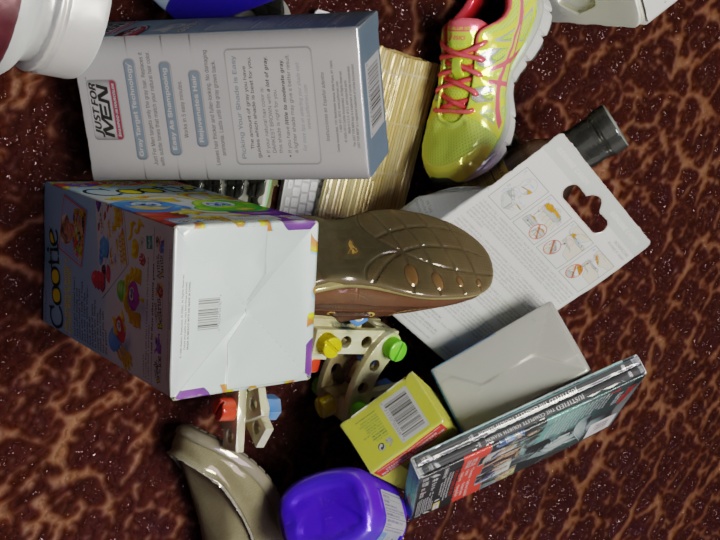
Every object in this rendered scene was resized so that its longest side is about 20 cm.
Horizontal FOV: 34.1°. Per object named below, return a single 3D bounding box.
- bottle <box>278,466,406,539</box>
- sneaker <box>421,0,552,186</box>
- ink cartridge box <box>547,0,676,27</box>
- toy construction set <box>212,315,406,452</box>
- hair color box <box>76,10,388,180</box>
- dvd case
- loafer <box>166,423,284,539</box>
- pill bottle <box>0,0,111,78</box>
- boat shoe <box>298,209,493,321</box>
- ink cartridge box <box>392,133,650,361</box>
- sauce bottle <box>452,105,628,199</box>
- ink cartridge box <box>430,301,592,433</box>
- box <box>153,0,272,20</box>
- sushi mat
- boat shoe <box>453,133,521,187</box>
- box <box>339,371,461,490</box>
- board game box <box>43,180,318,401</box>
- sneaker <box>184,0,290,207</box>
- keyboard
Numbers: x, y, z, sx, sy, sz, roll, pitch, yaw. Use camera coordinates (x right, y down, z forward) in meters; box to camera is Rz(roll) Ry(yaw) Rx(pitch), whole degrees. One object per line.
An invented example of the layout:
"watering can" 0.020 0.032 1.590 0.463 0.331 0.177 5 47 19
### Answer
"bottle" -0.005 0.204 0.958 0.200 0.083 0.066 52 22 -71
"sneaker" 0.090 -0.167 0.973 0.090 0.078 0.202 38 66 -50
"ink cartridge box" 0.246 -0.298 1.019 0.200 0.145 0.088 -39 122 -22
"toy construction set" -0.042 0.075 0.933 0.199 0.092 0.132 -4 113 -49
"hair color box" -0.086 -0.116 0.784 0.061 0.198 0.100 -59 147 -64
"dvd case" 0.128 0.139 0.954 0.198 0.022 0.146 -22 158 -9
"loafer" -0.098 0.203 0.934 0.068 0.075 0.201 -47 126 -25
"pill bottle" -0.256 -0.176 0.688 0.198 0.114 0.115 4 99 -38
"boat shoe" 0.000 0.000 0.870 0.198 0.068 0.073 1 62 -18
"ink cartridge box" 0.111 -0.019 0.950 0.199 0.050 0.162 -37 130 15
"sauce bottle" 0.130 -0.066 0.983 0.199 0.065 0.065 -32 127 16
"ink cartridge box" 0.143 0.105 1.017 0.115 0.068 0.200 -30 159 5
"box" -0.100 -0.268 0.728 0.200 0.183 0.106 39 59 -37
"sushi mat" 0.009 -0.085 0.974 0.095 0.012 0.202 10 96 -46
"boat shoe" 0.126 -0.027 1.057 0.068 0.071 0.202 -13 104 -65
"box" 0.050 0.143 0.978 0.075 0.050 0.200 -36 156 2
"board game box" -0.126 0.003 0.779 0.102 0.199 0.106 -5 104 -36
"sneaker" -0.070 -0.106 0.879 0.088 0.076 0.202 7 96 -58
"keyboard" -0.034 -0.104 0.943 0.056 0.011 0.202 6 99 -38
